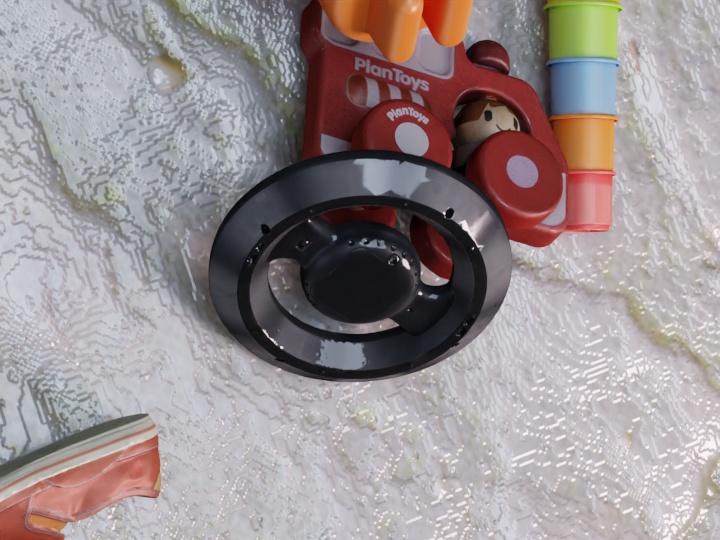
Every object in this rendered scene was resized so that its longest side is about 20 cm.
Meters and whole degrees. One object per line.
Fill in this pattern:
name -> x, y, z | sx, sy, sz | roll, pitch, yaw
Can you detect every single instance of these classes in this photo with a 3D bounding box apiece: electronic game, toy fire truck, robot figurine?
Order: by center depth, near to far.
electronic game -> 0.000, 0.000, 1.675 | 0.199, 0.200, 0.042 | 18, 38, -20
robot figurine -> 0.007, -0.233, 1.700 | 0.144, 0.117, 0.200 | -38, 61, 15
toy fire truck -> 0.052, -0.097, 1.741 | 0.199, 0.112, 0.168 | 14, 61, -20

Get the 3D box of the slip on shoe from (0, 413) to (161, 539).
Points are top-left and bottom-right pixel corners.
slip on shoe -> -0.212, 0.151, 1.625 | 0.200, 0.074, 0.061 | -21, 97, -27

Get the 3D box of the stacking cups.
stacking cups -> 0.154, -0.127, 1.811 | 0.060, 0.060, 0.201 | 2, 90, -22
